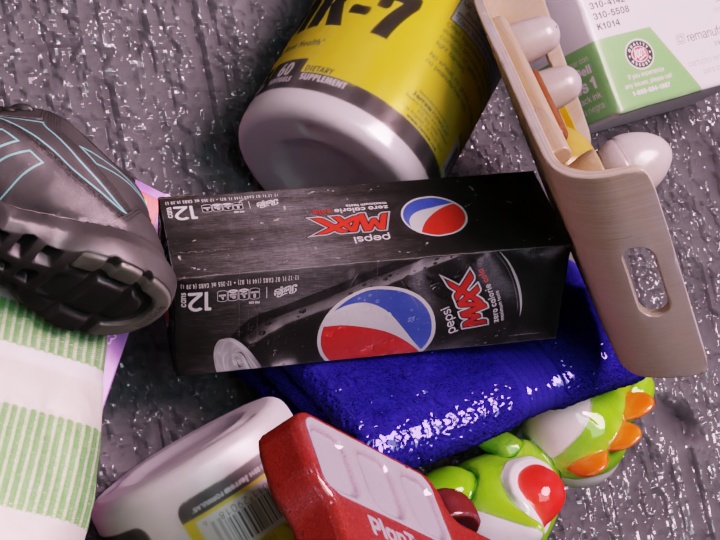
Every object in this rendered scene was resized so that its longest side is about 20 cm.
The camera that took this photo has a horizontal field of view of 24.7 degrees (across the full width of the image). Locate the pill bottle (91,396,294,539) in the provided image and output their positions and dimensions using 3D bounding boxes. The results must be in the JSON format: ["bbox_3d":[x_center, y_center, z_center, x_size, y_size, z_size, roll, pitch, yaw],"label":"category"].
[{"bbox_3d":[-0.038,0.173,0.807,0.111,0.111,0.200,-32,95,-34],"label":"pill bottle"}]

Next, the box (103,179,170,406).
[{"bbox_3d":[-0.184,0.026,0.798,0.137,0.039,0.201,27,64,-23],"label":"box"}]

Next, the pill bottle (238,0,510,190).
[{"bbox_3d":[0.024,-0.125,0.924,0.114,0.114,0.200,39,60,-18],"label":"pill bottle"}]

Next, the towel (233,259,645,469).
[{"bbox_3d":[0.042,0.034,0.880,0.199,0.148,0.050,-18,127,-31],"label":"towel"}]

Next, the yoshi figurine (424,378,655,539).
[{"bbox_3d":[0.077,0.112,0.922,0.200,0.113,0.112,-40,66,-22],"label":"yoshi figurine"}]

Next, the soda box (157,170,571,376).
[{"bbox_3d":[0.000,0.000,0.829,0.199,0.064,0.071,-5,39,-11],"label":"soda box"}]

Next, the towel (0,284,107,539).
[{"bbox_3d":[-0.181,0.035,0.733,0.152,0.023,0.201,20,55,-35],"label":"towel"}]

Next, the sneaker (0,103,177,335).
[{"bbox_3d":[-0.169,-0.038,0.727,0.200,0.075,0.079,31,39,-40],"label":"sneaker"}]

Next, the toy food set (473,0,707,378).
[{"bbox_3d":[0.123,-0.058,0.850,0.200,0.060,0.144,-105,171,-48],"label":"toy food set"}]

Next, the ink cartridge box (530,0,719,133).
[{"bbox_3d":[0.153,-0.195,1.040,0.146,0.084,0.201,-18,88,-35],"label":"ink cartridge box"}]

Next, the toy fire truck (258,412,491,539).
[{"bbox_3d":[0.042,0.158,0.740,0.200,0.112,0.168,31,31,-47],"label":"toy fire truck"}]
